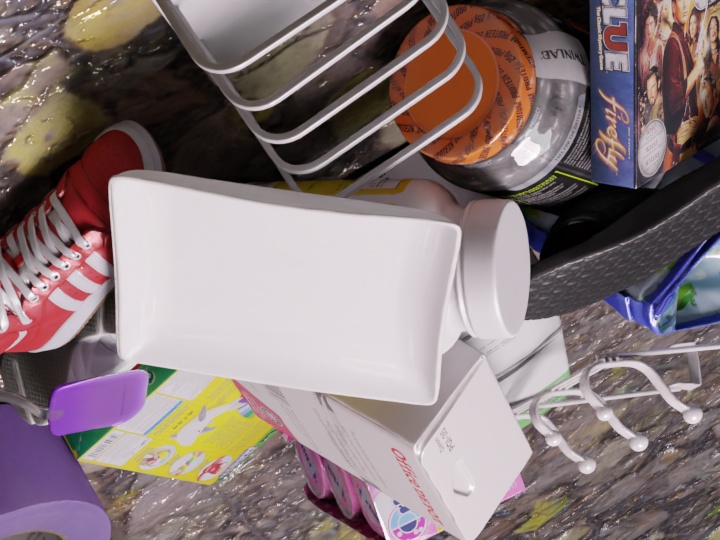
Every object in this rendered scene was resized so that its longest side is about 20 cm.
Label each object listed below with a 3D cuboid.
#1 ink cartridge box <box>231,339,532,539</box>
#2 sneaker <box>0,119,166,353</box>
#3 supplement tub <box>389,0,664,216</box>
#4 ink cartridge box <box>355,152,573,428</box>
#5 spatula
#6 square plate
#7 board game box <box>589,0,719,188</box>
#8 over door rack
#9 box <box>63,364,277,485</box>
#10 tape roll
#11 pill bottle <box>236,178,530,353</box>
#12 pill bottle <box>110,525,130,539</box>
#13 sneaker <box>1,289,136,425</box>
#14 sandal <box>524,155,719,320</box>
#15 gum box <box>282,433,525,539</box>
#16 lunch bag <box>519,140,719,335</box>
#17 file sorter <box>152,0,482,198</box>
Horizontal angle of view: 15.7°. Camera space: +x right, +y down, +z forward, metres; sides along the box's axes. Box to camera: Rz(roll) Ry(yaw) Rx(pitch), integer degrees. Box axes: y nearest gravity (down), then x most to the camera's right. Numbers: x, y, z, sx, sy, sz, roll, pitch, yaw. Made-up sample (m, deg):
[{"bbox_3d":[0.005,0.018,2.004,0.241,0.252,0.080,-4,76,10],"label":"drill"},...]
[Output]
[{"bbox_3d":[0.003,0.079,1.734,0.083,0.199,0.147,-52,148,-16],"label":"ink cartridge box"},{"bbox_3d":[-0.195,-0.009,1.534,0.112,0.071,0.200,-14,152,-42],"label":"sneaker"},{"bbox_3d":[0.109,-0.103,1.660,0.122,0.123,0.200,-42,154,20],"label":"supplement tub"},{"bbox_3d":[0.072,0.015,1.802,0.084,0.146,0.200,-32,156,-6],"label":"ink cartridge box"},{"bbox_3d":[-0.233,0.080,1.625,0.198,0.021,0.057,3,141,-6],"label":"spatula"},{"bbox_3d":[-0.045,0.007,1.518,0.198,0.029,0.199,8,146,2],"label":"square plate"},{"bbox_3d":[0.209,-0.146,1.654,0.200,0.034,0.136,-30,123,-50],"label":"board game box"},{"bbox_3d":[0.200,0.084,1.783,0.199,0.067,0.148,-18,172,-32],"label":"over door rack"},{"bbox_3d":[-0.115,0.095,1.849,0.117,0.049,0.200,-41,152,16],"label":"box"},{"bbox_3d":[-0.276,0.185,1.778,0.199,0.085,0.200,-26,155,-13],"label":"tape roll"},{"bbox_3d":[0.000,0.000,1.625,0.199,0.113,0.112,0,163,19],"label":"pill bottle"},{"bbox_3d":[-0.252,0.279,1.942,0.199,0.115,0.114,-22,153,-21],"label":"pill bottle"},{"bbox_3d":[-0.157,0.021,1.652,0.080,0.071,0.200,-19,160,-43],"label":"sneaker"},{"bbox_3d":[0.173,-0.029,1.664,0.200,0.048,0.075,-29,150,7],"label":"sandal"},{"bbox_3d":[0.028,0.140,1.961,0.113,0.067,0.200,-24,-165,-15],"label":"gum box"},{"bbox_3d":[0.224,-0.046,1.775,0.199,0.170,0.128,-31,127,-17],"label":"lunch bag"},{"bbox_3d":[-0.029,-0.143,1.422,0.138,0.125,0.200,-34,155,1],"label":"file sorter"}]
